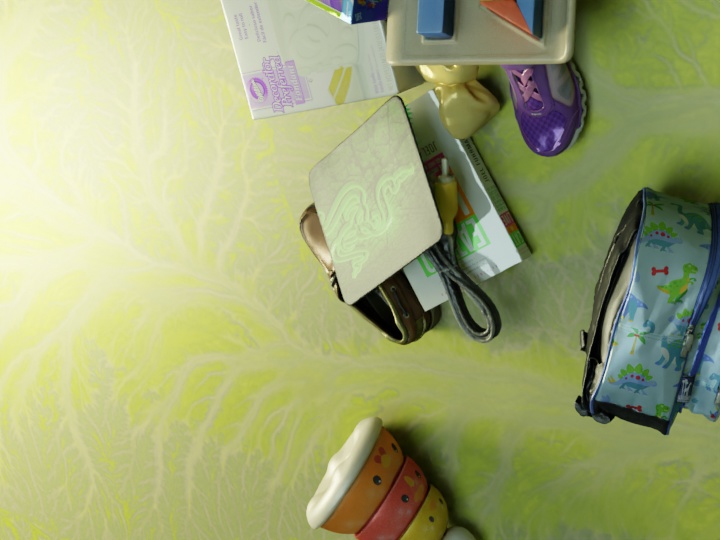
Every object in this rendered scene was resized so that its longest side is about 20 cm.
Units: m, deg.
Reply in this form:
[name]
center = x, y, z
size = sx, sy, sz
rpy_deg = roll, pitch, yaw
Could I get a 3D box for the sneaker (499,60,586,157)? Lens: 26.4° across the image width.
[sneaker]
center = 0.164, -0.204, 1.483
size = 0.080, 0.088, 0.202
rpy_deg = 4, 112, 32

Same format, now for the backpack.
[backpack]
center = 0.292, 0.032, 1.439
size = 0.146, 0.183, 0.201
rpy_deg = 12, 114, 5

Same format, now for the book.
[book]
center = 0.081, -0.076, 1.624
size = 0.133, 0.048, 0.201
rpy_deg = -29, 89, 35

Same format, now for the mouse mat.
[mouse mat]
center = 0.012, -0.070, 1.602
size = 0.200, 0.007, 0.162
rpy_deg = -38, 65, 52

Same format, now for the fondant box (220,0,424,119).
[fondant box]
center = -0.042, -0.247, 1.626
size = 0.199, 0.058, 0.145
rpy_deg = -6, 105, 37

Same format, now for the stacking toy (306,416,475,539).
[stacking toy]
center = 0.052, 0.274, 1.755
size = 0.199, 0.146, 0.146
rpy_deg = 32, 126, -3

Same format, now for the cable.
[cable]
center = 0.079, -0.015, 1.586
size = 0.097, 0.050, 0.202
rpy_deg = -13, 95, 34

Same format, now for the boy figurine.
[boy figurine]
center = 0.088, -0.232, 1.531
size = 0.124, 0.064, 0.201
rpy_deg = -1, 112, 61

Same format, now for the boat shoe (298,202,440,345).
[boat shoe]
center = 0.000, 0.000, 1.690
size = 0.200, 0.068, 0.072
rpy_deg = 41, 128, 15

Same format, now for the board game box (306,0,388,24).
[board game box]
center = -0.022, -0.355, 1.474
size = 0.134, 0.045, 0.201
rpy_deg = 35, 129, 44

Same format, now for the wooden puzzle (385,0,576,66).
[wooden puzzle]
center = 0.107, -0.286, 1.423
size = 0.199, 0.046, 0.187
rpy_deg = 3, 91, 30
